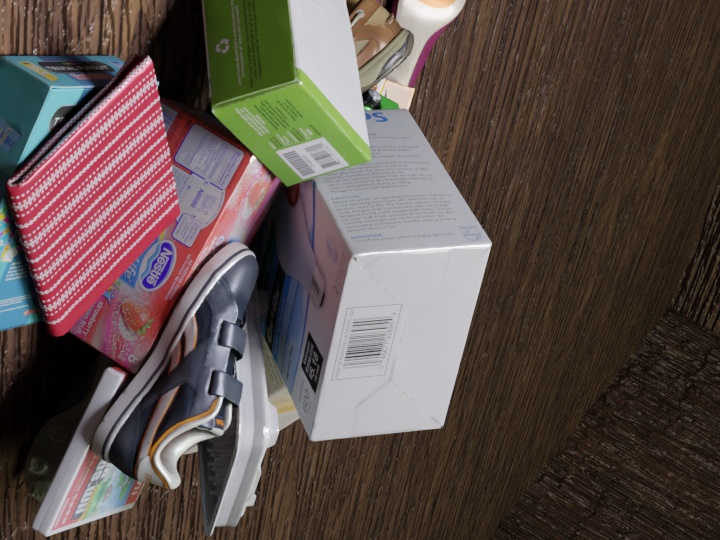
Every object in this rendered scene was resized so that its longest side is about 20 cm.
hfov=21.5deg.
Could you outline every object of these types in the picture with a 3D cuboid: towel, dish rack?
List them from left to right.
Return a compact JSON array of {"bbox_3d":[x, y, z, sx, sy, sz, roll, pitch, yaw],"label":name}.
[{"bbox_3d":[-0.188,-0.050,1.351,0.145,0.022,0.200,-49,159,-25],"label":"towel"},{"bbox_3d":[-0.106,0.107,1.603,0.172,0.043,0.200,112,-22,-49],"label":"dish rack"}]

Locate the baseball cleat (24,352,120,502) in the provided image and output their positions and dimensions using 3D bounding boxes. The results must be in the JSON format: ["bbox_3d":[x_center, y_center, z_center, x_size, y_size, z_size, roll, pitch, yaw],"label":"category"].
[{"bbox_3d":[-0.215,0.112,1.638,0.200,0.070,0.106,-54,178,11],"label":"baseball cleat"}]

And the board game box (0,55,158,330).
[{"bbox_3d":[-0.233,-0.053,1.336,0.200,0.047,0.151,-64,163,15],"label":"board game box"}]

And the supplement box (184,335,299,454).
[{"bbox_3d":[-0.080,0.096,1.789,0.126,0.074,0.200,-8,160,-47],"label":"supplement box"}]

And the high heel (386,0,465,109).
[{"bbox_3d":[0.048,-0.234,1.847,0.096,0.067,0.201,-157,-98,-73],"label":"high heel"}]

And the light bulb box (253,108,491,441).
[{"bbox_3d":[0.000,0.000,1.577,0.124,0.200,0.199,-3,128,-22],"label":"light bulb box"}]

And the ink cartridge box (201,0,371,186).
[{"bbox_3d":[-0.061,-0.189,1.469,0.148,0.076,0.201,45,33,-60],"label":"ink cartridge box"}]

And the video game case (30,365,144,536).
[{"bbox_3d":[-0.198,0.142,1.566,0.143,0.017,0.200,-64,168,6],"label":"video game case"}]

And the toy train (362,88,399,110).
[{"bbox_3d":[-0.034,-0.089,1.731,0.200,0.056,0.042,-47,-148,31],"label":"toy train"}]

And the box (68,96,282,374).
[{"bbox_3d":[-0.153,-0.026,1.519,0.200,0.102,0.095,-62,163,7],"label":"box"}]

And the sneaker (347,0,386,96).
[{"bbox_3d":[-0.010,-0.179,1.743,0.090,0.075,0.200,-82,179,-53],"label":"sneaker"}]

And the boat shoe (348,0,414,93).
[{"bbox_3d":[-0.048,-0.160,1.644,0.200,0.074,0.076,-40,-170,-2],"label":"boat shoe"}]

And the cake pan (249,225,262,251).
[{"bbox_3d":[-0.072,-0.015,1.724,0.200,0.037,0.200,-22,148,-14],"label":"cake pan"}]

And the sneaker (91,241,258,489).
[{"bbox_3d":[-0.122,0.078,1.482,0.200,0.079,0.078,-58,163,-4],"label":"sneaker"}]
